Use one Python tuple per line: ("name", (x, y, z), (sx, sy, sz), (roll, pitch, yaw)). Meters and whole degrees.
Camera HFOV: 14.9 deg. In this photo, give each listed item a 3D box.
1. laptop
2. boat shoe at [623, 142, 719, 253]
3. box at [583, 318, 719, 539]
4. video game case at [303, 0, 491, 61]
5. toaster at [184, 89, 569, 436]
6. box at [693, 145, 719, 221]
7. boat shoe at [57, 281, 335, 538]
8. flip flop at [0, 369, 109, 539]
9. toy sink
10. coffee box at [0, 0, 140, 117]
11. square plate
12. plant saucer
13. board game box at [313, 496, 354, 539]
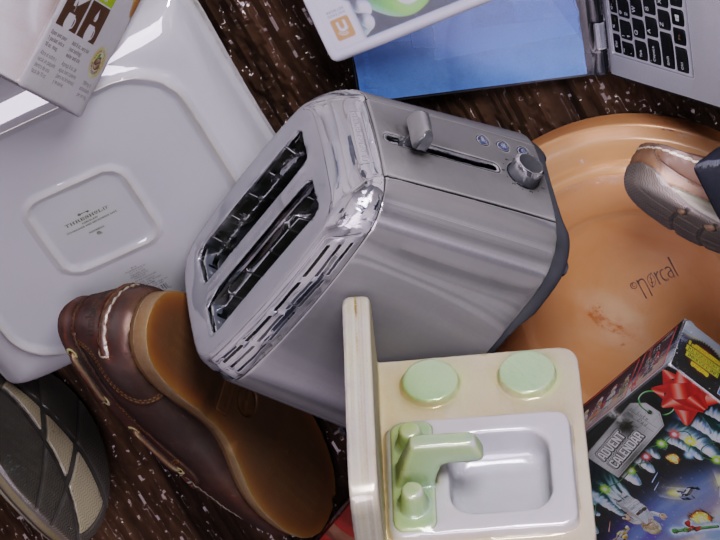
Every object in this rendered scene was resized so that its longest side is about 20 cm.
("laptop", (0.085, -0.163, 1.325), (0.116, 0.200, 0.187), (-21, 115, -26))
("boat shoe", (0.221, -0.035, 1.368), (0.200, 0.076, 0.072), (17, 87, -25))
("box", (0.158, 0.126, 1.442), (0.137, 0.040, 0.200), (37, 133, -8))
("video game case", (0.026, -0.212, 1.317), (0.200, 0.023, 0.182), (-19, 103, 37))
("toaster", (0.000, 0.000, 1.380), (0.129, 0.114, 0.200), (20, 129, -29))
("box", (0.295, -0.020, 1.293), (0.123, 0.198, 0.200), (-3, 121, 56))
("boat shoe", (-0.085, 0.073, 1.460), (0.070, 0.070, 0.200), (-3, 139, 34))
("flip flop", (-0.220, 0.076, 1.500), (0.200, 0.081, 0.058), (37, 134, -8))
("toy sink", (0.056, 0.117, 1.332), (0.112, 0.130, 0.200), (-5, 135, 2))
("coffee box", (-0.144, -0.191, 1.309), (0.114, 0.080, 0.200), (28, 91, 20))
("square plate", (-0.136, -0.034, 1.407), (0.200, 0.028, 0.198), (-24, 132, 9))
("plant saucer", (0.143, 0.017, 1.439), (0.200, 0.032, 0.201), (3, 113, 7))
("board game box", (0.071, 0.185, 1.496), (0.200, 0.019, 0.103), (32, 143, -2))
